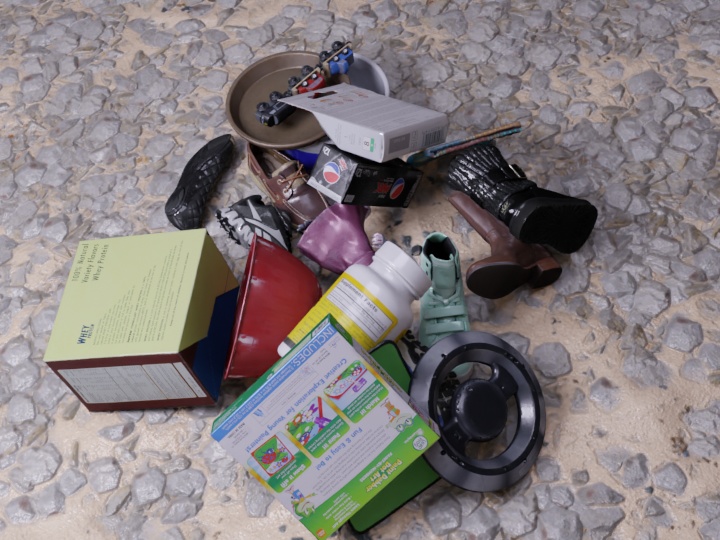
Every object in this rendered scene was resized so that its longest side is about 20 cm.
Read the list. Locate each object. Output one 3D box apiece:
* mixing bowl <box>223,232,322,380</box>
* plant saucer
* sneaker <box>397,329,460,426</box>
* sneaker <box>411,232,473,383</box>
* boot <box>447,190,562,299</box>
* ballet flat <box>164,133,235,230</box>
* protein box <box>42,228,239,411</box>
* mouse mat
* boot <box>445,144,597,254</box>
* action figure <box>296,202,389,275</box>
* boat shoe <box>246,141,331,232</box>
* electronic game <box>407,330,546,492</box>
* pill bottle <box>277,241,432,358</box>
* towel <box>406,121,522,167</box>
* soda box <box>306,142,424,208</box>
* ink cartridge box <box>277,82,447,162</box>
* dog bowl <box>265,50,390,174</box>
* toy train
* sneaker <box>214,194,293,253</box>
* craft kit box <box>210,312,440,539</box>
[{"bbox_3d":[-0.113,0.060,1.546,0.107,0.201,0.203,13,54,-8],"label":"mixing bowl"},{"bbox_3d":[-0.109,-0.258,1.759,0.196,0.030,0.203,-4,54,5],"label":"plant saucer"},{"bbox_3d":[0.057,0.139,1.517,0.078,0.090,0.200,5,35,-47],"label":"sneaker"},{"bbox_3d":[0.109,0.046,1.548,0.072,0.119,0.203,-8,55,0],"label":"sneaker"},{"bbox_3d":[0.168,-0.055,1.614,0.184,0.065,0.201,0,45,-42],"label":"boot"},{"bbox_3d":[-0.246,-0.139,1.789,0.066,0.057,0.202,-8,42,37],"label":"ballet flat"},{"bbox_3d":[-0.292,0.069,1.563,0.196,0.136,0.201,-5,53,17],"label":"protein box"},{"bbox_3d":[0.017,0.207,1.421,0.160,0.202,0.008,-31,18,-15],"label":"mouse mat"},{"bbox_3d":[0.230,-0.103,1.608,0.158,0.210,0.080,41,109,35],"label":"boot"},{"bbox_3d":[0.000,0.000,1.632,0.134,0.149,0.201,-43,75,10],"label":"action figure"},{"bbox_3d":[-0.111,-0.133,1.739,0.072,0.072,0.200,-32,56,-15],"label":"boat shoe"},{"bbox_3d":[0.148,0.176,1.443,0.197,0.042,0.204,7,72,-22],"label":"electronic game"},{"bbox_3d":[-0.002,0.064,1.452,0.200,0.111,0.111,-47,60,-6],"label":"pill bottle"},{"bbox_3d":[0.148,-0.183,1.685,0.144,0.200,0.022,-18,94,-6],"label":"towel"},{"bbox_3d":[0.009,-0.135,1.653,0.070,0.199,0.064,32,106,26],"label":"soda box"},{"bbox_3d":[0.002,-0.214,1.643,0.198,0.051,0.160,20,27,34],"label":"ink cartridge box"},{"bbox_3d":[-0.048,-0.249,1.810,0.196,0.079,0.203,-4,53,5],"label":"dog bowl"},{"bbox_3d":[-0.077,-0.283,1.734,0.046,0.034,0.200,37,67,26],"label":"toy train"},{"bbox_3d":[-0.128,-0.048,1.684,0.090,0.067,0.200,-36,55,-15],"label":"sneaker"},{"bbox_3d":[-0.041,0.189,1.359,0.200,0.198,0.049,-41,11,8],"label":"craft kit box"}]
